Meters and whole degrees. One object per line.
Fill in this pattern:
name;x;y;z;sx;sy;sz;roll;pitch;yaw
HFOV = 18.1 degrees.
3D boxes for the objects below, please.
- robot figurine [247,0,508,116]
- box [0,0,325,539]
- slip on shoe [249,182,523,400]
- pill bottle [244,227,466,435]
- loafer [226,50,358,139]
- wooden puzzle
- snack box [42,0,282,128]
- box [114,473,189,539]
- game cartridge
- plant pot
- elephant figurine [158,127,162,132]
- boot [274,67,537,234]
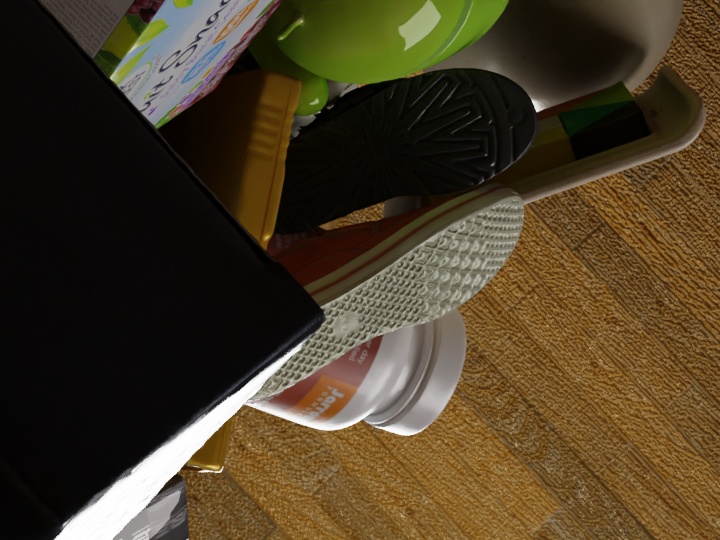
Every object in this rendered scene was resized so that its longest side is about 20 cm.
robot figurine;0.014;-0.159;1.173;0.175;0.116;0.200;-50;175;21
box;-0.150;0.013;0.660;0.117;0.197;0.200;-39;175;-42
slip on shoe;0.000;0.000;1.192;0.200;0.061;0.074;-26;140;-20
pill bottle;-0.043;0.027;1.302;0.112;0.200;0.112;-40;-141;42
loafer;-0.044;-0.127;1.455;0.070;0.075;0.200;-58;176;15
wooden puzzle;0.099;-0.068;1.322;0.200;0.037;0.185;-24;-170;6
snack box;-0.086;-0.116;0.928;0.169;0.068;0.200;-41;175;-44
box;-0.219;0.123;1.242;0.161;0.200;0.049;-29;131;-37
game cartridge;-0.099;0.002;1.170;0.176;0.032;0.200;-2;-108;60
plant pot;0.103;-0.208;1.354;0.187;0.187;0.200;-43;165;-5
elephant figurine;-0.143;-0.018;1.109;0.200;0.155;0.141;-48;154;12
boot;0.028;-0.078;1.287;0.165;0.066;0.200;-15;-175;11
